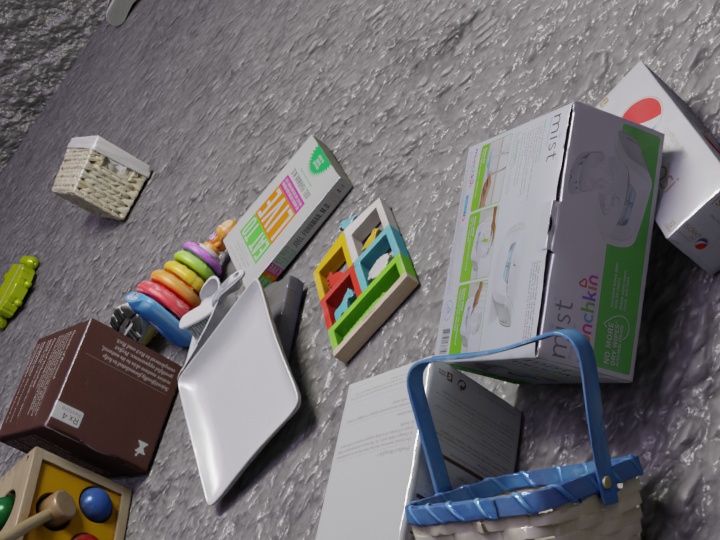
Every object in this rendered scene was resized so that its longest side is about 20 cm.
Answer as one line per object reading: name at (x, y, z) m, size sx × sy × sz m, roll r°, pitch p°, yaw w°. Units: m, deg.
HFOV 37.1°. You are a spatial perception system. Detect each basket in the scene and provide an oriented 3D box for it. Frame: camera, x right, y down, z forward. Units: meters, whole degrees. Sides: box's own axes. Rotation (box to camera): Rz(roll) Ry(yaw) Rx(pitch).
basket at (-0.527, -0.185, 2.162) m, size 0.199 × 0.135 × 0.125 m, roll 8°, pitch 71°, yaw 60°
basket at (0.112, 0.153, 0.778) m, size 0.175 × 0.138 × 0.203 m, roll -16°, pitch 87°, yaw 50°

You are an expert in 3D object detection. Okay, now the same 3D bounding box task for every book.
book at (-0.099, -0.074, 1.473) m, size 0.201 × 0.048 × 0.134 m, roll -50°, pitch 33°, yaw 12°

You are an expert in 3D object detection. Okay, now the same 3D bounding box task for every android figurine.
android figurine at (-0.798, 0.047, 2.465) m, size 0.199 × 0.041 × 0.184 m, roll 0°, pitch 62°, yaw 58°

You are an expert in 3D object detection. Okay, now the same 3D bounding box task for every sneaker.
sneaker at (-0.360, 0.101, 1.700) m, size 0.090 × 0.078 × 0.200 m, roll -39°, pitch -2°, yaw -44°
sneaker at (-0.648, -0.780, 2.984) m, size 0.200 × 0.078 × 0.080 m, roll -43°, pitch 37°, yaw 29°

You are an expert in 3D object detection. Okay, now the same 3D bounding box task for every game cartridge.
game cartridge at (-0.149, 0.095, 1.398) m, size 0.199 × 0.038 × 0.131 m, roll -29°, pitch 37°, yaw 43°

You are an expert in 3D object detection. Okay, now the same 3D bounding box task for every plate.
plate at (-0.143, 0.147, 1.294) m, size 0.200 × 0.032 × 0.201 m, roll -50°, pitch 43°, yaw 26°

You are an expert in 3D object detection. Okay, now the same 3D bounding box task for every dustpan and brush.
dustpan and brush at (-0.192, 0.051, 1.412) m, size 0.199 × 0.057 × 0.141 m, roll -30°, pitch 40°, yaw 42°

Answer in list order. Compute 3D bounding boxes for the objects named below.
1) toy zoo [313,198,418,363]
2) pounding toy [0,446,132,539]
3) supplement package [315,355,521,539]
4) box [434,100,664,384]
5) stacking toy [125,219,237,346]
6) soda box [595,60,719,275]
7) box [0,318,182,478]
toy zoo at (0.000, 0.000, 1.262) m, size 0.131 × 0.020 × 0.201 m, roll -48°, pitch 30°, yaw 19°
pounding toy at (-0.407, 0.339, 1.396) m, size 0.142 × 0.199 × 0.186 m, roll -37°, pitch 35°, yaw 32°
supplement package at (0.047, 0.196, 0.899) m, size 0.116 × 0.117 × 0.203 m, roll -23°, pitch 44°, yaw 45°
box at (0.150, -0.015, 0.885) m, size 0.176 × 0.095 × 0.203 m, roll 163°, pitch 119°, yaw -66°
stacking toy at (-0.244, 0.002, 1.587) m, size 0.201 × 0.110 × 0.116 m, roll -54°, pitch 24°, yaw -15°
soda box at (0.260, -0.090, 0.891) m, size 0.068 × 0.063 × 0.201 m, roll -45°, pitch 31°, yaw 22°
box at (-0.390, 0.192, 1.547) m, size 0.199 × 0.165 × 0.166 m, roll -18°, pitch 47°, yaw 49°
